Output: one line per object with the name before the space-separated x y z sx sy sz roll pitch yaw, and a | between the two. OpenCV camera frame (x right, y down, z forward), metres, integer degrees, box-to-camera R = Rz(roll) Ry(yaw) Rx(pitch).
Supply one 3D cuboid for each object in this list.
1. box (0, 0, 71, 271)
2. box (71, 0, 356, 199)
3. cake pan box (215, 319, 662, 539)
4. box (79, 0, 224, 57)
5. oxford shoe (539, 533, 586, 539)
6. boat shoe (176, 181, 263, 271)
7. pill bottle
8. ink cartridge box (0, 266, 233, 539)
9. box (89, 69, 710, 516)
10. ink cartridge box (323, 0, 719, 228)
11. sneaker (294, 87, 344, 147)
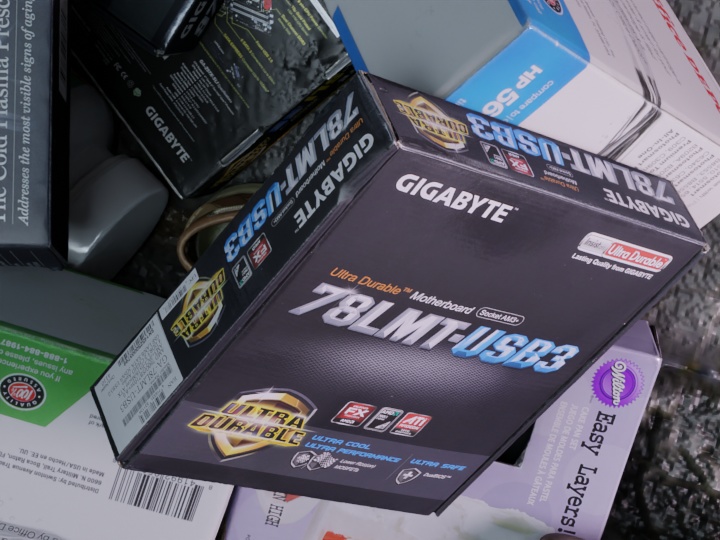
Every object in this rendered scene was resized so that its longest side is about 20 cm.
box | -0.226 -0.104 1.098 0.181 0.104 0.201 0 85 -2
box | -0.085 -0.162 1.221 0.159 0.049 0.200 -39 85 17
cake pan box | 0.035 0.092 1.179 0.183 0.052 0.201 15 111 -9
box | -0.100 -0.231 1.167 0.159 0.046 0.200 37 108 10
oxford shoe | 0.174 0.157 1.164 0.199 0.071 0.073 21 85 -10
boat shoe | 0.000 0.000 1.204 0.199 0.074 0.076 4 100 18
pill bottle | -0.200 -0.075 1.239 0.200 0.113 0.113 41 108 9
ink cartridge box | -0.144 0.110 1.185 0.146 0.083 0.201 18 114 -8
box | 0.018 0.020 1.028 0.199 0.199 0.050 -46 50 28
ink cartridge box | 0.077 -0.101 1.075 0.084 0.200 0.146 -39 52 21
sneaker | 0.015 -0.043 1.130 0.086 0.200 0.078 35 128 3
